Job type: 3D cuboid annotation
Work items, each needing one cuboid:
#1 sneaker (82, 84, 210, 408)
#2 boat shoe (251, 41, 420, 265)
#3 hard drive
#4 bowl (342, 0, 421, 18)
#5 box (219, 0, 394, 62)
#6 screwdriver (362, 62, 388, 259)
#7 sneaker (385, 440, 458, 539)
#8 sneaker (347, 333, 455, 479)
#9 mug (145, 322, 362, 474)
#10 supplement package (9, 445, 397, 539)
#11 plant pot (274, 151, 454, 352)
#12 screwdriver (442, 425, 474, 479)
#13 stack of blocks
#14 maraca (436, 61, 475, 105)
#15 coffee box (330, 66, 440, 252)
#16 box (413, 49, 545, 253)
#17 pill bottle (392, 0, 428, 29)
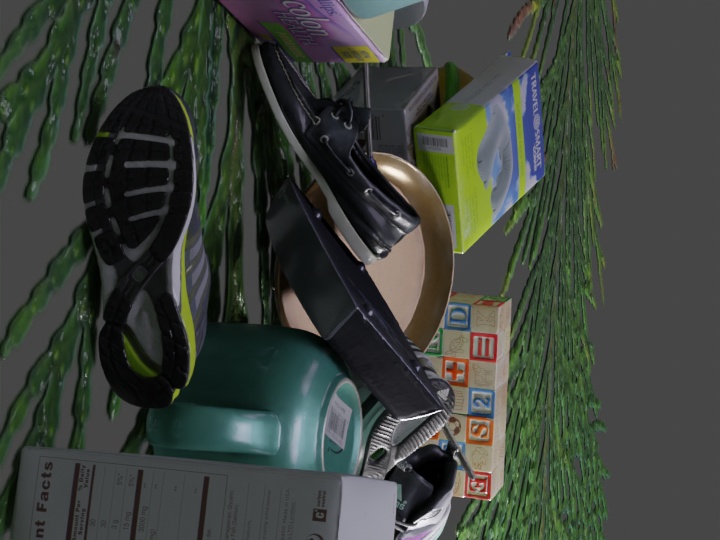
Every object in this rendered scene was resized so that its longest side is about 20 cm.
[{"bbox_3d":[-0.130,-0.019,0.986,0.081,0.073,0.202,-60,155,-71],"label":"sneaker"},{"bbox_3d":[-0.015,-0.100,1.210,0.200,0.066,0.075,61,11,-17],"label":"boat shoe"},{"bbox_3d":[-0.011,0.023,1.173,0.135,0.042,0.200,50,6,-34],"label":"hard drive"},{"bbox_3d":[0.049,-0.281,1.106,0.201,0.104,0.203,3,90,-71],"label":"bowl"},{"bbox_3d":[-0.037,-0.280,1.161,0.176,0.096,0.202,35,59,-69],"label":"box"},{"bbox_3d":[0.005,-0.108,1.270,0.028,0.029,0.202,-10,100,-30],"label":"screwdriver"},{"bbox_3d":[0.016,0.214,1.332,0.200,0.077,0.140,-42,159,-40],"label":"sneaker"},{"bbox_3d":[-0.024,0.126,1.243,0.076,0.200,0.116,48,5,-40],"label":"sneaker"},{"bbox_3d":[-0.070,0.123,1.101,0.185,0.113,0.153,-56,145,-58],"label":"mug"},{"bbox_3d":[-0.092,0.170,0.905,0.117,0.198,0.118,26,68,-70],"label":"supplement package"},{"bbox_3d":[0.000,0.000,1.313,0.199,0.027,0.202,-8,102,-41],"label":"plant pot"},{"bbox_3d":[0.062,0.109,1.438,0.200,0.029,0.028,55,-7,30],"label":"screwdriver"},{"bbox_3d":[0.089,0.125,1.589,0.059,0.114,0.202,-24,117,-69],"label":"stack of blocks"},{"bbox_3d":[0.078,-0.105,1.530,0.137,0.106,0.202,-81,178,-71],"label":"maraca"},{"bbox_3d":[0.028,-0.073,1.421,0.113,0.079,0.202,-55,144,-58],"label":"coffee box"},{"bbox_3d":[0.117,-0.113,1.428,0.200,0.047,0.123,-42,134,-48],"label":"box"},{"bbox_3d":[0.042,-0.316,1.381,0.104,0.103,0.201,64,34,-56],"label":"pill bottle"}]
